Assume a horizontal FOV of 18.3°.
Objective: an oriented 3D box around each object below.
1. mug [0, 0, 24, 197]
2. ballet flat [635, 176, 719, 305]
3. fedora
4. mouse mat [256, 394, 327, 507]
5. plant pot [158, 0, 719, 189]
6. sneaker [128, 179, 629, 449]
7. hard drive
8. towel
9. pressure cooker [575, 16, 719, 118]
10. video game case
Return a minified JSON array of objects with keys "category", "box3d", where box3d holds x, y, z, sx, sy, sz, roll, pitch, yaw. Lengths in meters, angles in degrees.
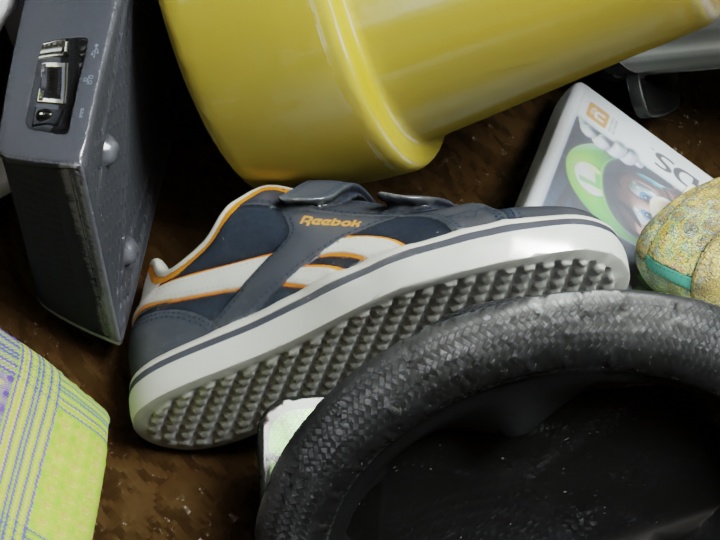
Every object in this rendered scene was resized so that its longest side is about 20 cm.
[{"category":"mug","box3d":[-0.179,-0.116,0.846,0.201,0.147,0.176,61,37,-24]},{"category":"ballet flat","box3d":[0.182,-0.026,0.974,0.200,0.071,0.071,-24,76,-51]},{"category":"fedora","box3d":[0.056,0.070,0.787,0.199,0.202,0.092,14,24,-20]},{"category":"mouse mat","box3d":[0.042,0.145,0.832,0.160,0.008,0.202,0,80,-14]},{"category":"plant pot","box3d":[0.037,-0.142,0.865,0.188,0.201,0.202,-9,61,16]},{"category":"sneaker","box3d":[0.000,0.000,0.846,0.199,0.078,0.080,-17,57,14]},{"category":"hard drive","box3d":[-0.096,-0.088,0.870,0.042,0.135,0.201,6,57,5]},{"category":"towel","box3d":[-0.178,0.048,0.777,0.199,0.023,0.144,33,37,-23]},{"category":"pressure cooker","box3d":[0.149,-0.177,0.991,0.179,0.199,0.177,50,46,-45]},{"category":"video game case","box3d":[0.139,0.026,0.949,0.181,0.023,0.200,35,39,-7]}]
